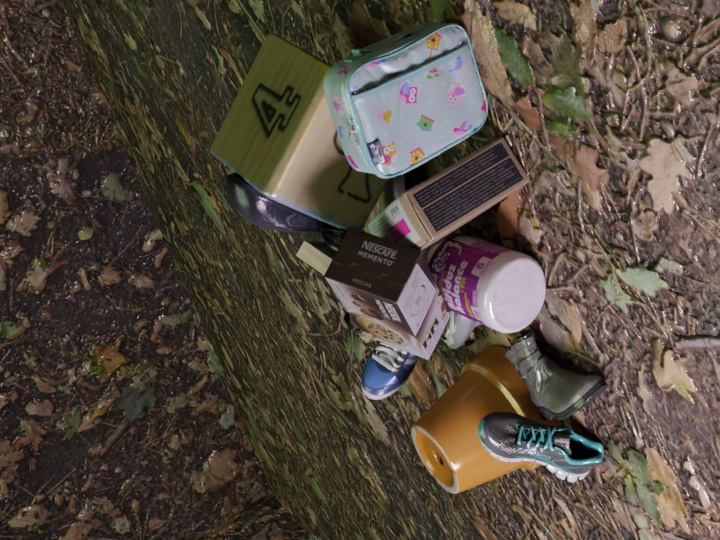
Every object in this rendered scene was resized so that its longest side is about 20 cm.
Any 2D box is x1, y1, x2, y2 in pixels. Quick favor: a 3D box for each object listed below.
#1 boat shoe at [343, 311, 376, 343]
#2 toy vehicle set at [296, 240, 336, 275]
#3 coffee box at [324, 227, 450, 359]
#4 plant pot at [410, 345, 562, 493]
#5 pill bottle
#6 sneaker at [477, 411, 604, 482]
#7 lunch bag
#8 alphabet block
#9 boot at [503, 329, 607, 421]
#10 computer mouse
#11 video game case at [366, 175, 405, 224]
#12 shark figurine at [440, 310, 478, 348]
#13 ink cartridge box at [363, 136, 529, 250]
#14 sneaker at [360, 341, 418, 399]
[{"bbox_3d":[0.012,0.073,1.865,0.066,0.072,0.201,26,165,-5],"label":"boat shoe"},{"bbox_3d":[0.000,0.000,1.732,0.124,0.027,0.200,35,-167,21],"label":"toy vehicle set"},{"bbox_3d":[0.040,0.034,1.546,0.113,0.080,0.200,20,162,23],"label":"coffee box"},{"bbox_3d":[0.187,0.249,1.797,0.200,0.183,0.200,50,159,27],"label":"plant pot"},{"bbox_3d":[0.157,0.010,1.611,0.200,0.112,0.113,22,139,53],"label":"pill bottle"},{"bbox_3d":[0.268,0.246,1.661,0.091,0.199,0.078,141,143,-59],"label":"sneaker"},{"bbox_3d":[0.056,-0.217,1.423,0.077,0.200,0.161,28,141,55],"label":"lunch bag"},{"bbox_3d":[-0.067,-0.198,1.659,0.195,0.200,0.196,22,-170,-43],"label":"alphabet block"},{"bbox_3d":[0.264,0.143,1.619,0.131,0.068,0.200,57,163,4],"label":"boot"},{"bbox_3d":[-0.115,-0.078,1.654,0.200,0.053,0.138,25,-170,-29],"label":"computer mouse"},{"bbox_3d":[0.035,-0.115,1.793,0.182,0.023,0.201,-124,23,-57],"label":"video game case"},{"bbox_3d":[0.171,0.077,1.765,0.215,0.089,0.128,94,176,-46],"label":"shark figurine"},{"bbox_3d":[0.110,-0.087,1.529,0.075,0.164,0.200,59,161,1],"label":"ink cartridge box"},{"bbox_3d":[0.062,0.107,1.873,0.081,0.200,0.147,36,164,25],"label":"sneaker"}]
